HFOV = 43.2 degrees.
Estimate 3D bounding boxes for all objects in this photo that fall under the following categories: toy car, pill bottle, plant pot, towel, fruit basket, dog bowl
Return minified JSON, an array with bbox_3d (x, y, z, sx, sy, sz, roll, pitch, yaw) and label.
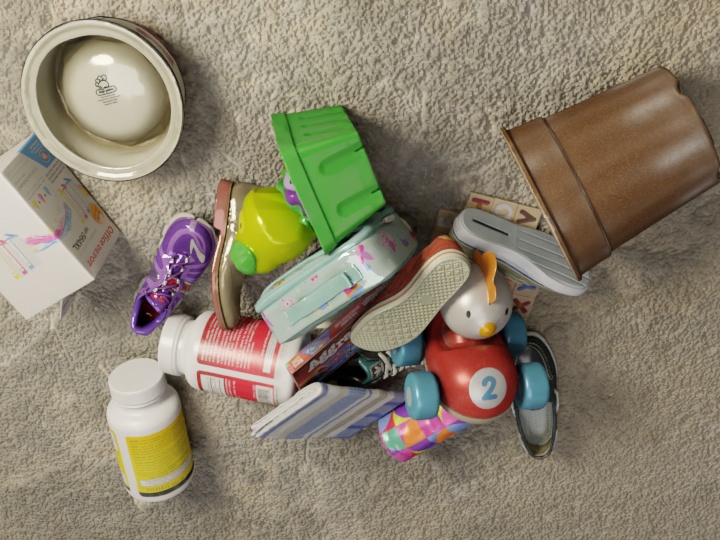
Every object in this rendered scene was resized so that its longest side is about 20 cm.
[{"bbox_3d":[0.147,0.071,1.151,0.181,0.178,0.202,-4,133,-12],"label":"toy car"},{"bbox_3d":[-0.317,0.236,1.358,0.109,0.112,0.202,-1,122,5],"label":"pill bottle"},{"bbox_3d":[0.293,-0.123,1.055,0.197,0.201,0.201,-29,116,11],"label":"plant pot"},{"bbox_3d":[-0.040,0.197,1.270,0.146,0.024,0.199,-37,150,31],"label":"towel"},{"bbox_3d":[-0.082,-0.092,1.081,0.213,0.216,0.157,-18,113,15],"label":"fruit basket"},{"bbox_3d":[-0.303,-0.215,1.106,0.197,0.074,0.203,3,122,4],"label":"dog bowl"},{"bbox_3d":[-0.175,0.119,1.269,0.197,0.113,0.114,10,122,8],"label":"pill bottle"}]

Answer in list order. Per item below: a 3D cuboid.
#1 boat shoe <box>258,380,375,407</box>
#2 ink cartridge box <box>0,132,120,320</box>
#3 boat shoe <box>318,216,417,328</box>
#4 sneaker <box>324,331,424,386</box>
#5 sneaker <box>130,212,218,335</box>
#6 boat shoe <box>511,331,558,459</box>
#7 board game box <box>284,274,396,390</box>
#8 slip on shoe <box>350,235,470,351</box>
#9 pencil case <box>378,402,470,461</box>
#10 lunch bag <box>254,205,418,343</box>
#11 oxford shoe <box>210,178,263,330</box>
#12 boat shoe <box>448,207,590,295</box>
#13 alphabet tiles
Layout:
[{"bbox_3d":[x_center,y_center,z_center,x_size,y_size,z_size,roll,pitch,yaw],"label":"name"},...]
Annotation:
[{"bbox_3d":[-0.078,0.187,1.338,0.197,0.072,0.077,5,136,3],"label":"boat shoe"},{"bbox_3d":[-0.419,-0.048,1.184,0.124,0.129,0.201,-27,117,19],"label":"ink cartridge box"},{"bbox_3d":[0.002,0.002,1.215,0.072,0.060,0.202,49,114,8],"label":"boat shoe"},{"bbox_3d":[0.034,0.124,1.278,0.197,0.080,0.072,-9,121,7],"label":"sneaker"},{"bbox_3d":[-0.255,0.013,1.234,0.080,0.084,0.201,26,119,-11],"label":"sneaker"},{"bbox_3d":[0.253,0.182,1.309,0.074,0.061,0.202,-11,120,11],"label":"boat shoe"},{"bbox_3d":[-0.011,0.081,1.202,0.199,0.019,0.103,-40,157,-11],"label":"board game box"},{"bbox_3d":[0.060,0.032,1.131,0.074,0.062,0.200,28,123,-25],"label":"slip on shoe"},{"bbox_3d":[0.119,0.200,1.321,0.199,0.089,0.089,-35,113,20],"label":"pencil case"},{"bbox_3d":[-0.028,0.003,1.105,0.199,0.160,0.078,-35,92,25],"label":"lunch bag"},{"bbox_3d":[-0.157,-0.016,1.196,0.074,0.071,0.203,4,106,-4],"label":"oxford shoe"},{"bbox_3d":[0.205,-0.019,1.189,0.198,0.073,0.062,26,143,-6],"label":"boat shoe"},{"bbox_3d":[0.169,-0.008,1.232,0.165,0.008,0.202,13,122,-3],"label":"alphabet tiles"}]
